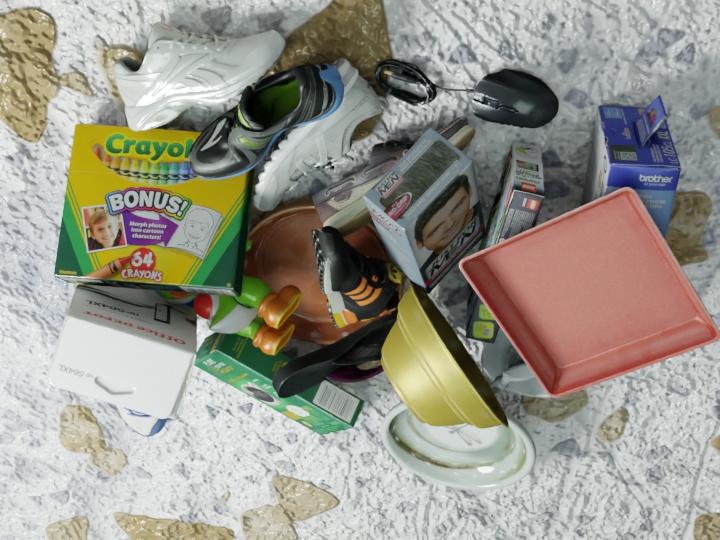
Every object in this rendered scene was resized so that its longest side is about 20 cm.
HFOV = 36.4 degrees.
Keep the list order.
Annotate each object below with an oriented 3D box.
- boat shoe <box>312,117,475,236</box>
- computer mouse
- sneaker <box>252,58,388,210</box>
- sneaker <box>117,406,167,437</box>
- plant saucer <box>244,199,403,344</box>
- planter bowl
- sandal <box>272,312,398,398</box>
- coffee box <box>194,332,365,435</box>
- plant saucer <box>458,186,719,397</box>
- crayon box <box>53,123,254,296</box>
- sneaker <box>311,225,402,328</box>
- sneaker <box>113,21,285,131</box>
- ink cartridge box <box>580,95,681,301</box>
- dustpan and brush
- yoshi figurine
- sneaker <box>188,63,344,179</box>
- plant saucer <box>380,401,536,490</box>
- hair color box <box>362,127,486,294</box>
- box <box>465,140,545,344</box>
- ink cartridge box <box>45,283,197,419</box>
[{"bbox_3d":[0.032,-0.111,1.200,0.200,0.072,0.065,-35,83,16],"label":"boat shoe"},{"bbox_3d":[0.112,-0.187,1.163,0.199,0.034,0.059,9,126,1],"label":"computer mouse"},{"bbox_3d":[-0.048,-0.131,1.195,0.082,0.075,0.200,33,121,-13],"label":"sneaker"},{"bbox_3d":[-0.300,0.150,1.411,0.075,0.088,0.200,-3,125,7],"label":"sneaker"},{"bbox_3d":[-0.047,0.001,1.312,0.200,0.032,0.201,4,125,6],"label":"plant saucer"},{"bbox_3d":[0.081,0.116,1.256,0.083,0.201,0.201,-34,115,7],"label":"planter bowl"},{"bbox_3d":[-0.009,0.111,1.310,0.200,0.048,0.075,-25,152,-19],"label":"sandal"},{"bbox_3d":[-0.104,0.139,1.370,0.200,0.044,0.123,31,159,-13],"label":"coffee box"},{"bbox_3d":[0.235,0.021,1.125,0.199,0.037,0.200,-25,114,29],"label":"plant saucer"},{"bbox_3d":[-0.224,-0.067,1.212,0.199,0.058,0.173,4,80,4],"label":"crayon box"},{"bbox_3d":[0.000,0.000,1.215,0.090,0.070,0.200,-12,155,1],"label":"sneaker"},{"bbox_3d":[-0.177,-0.221,1.153,0.199,0.078,0.100,-19,112,15],"label":"sneaker"},{"bbox_3d":[0.279,-0.083,1.150,0.076,0.137,0.201,3,125,4],"label":"ink cartridge box"},{"bbox_3d":[0.189,0.125,1.346,0.139,0.057,0.200,33,152,-13],"label":"dustpan and brush"},{"bbox_3d":[-0.163,0.012,1.279,0.200,0.112,0.113,26,85,10],"label":"yoshi figurine"},{"bbox_3d":[-0.110,-0.159,1.131,0.199,0.083,0.071,-27,73,31],"label":"sneaker"},{"bbox_3d":[0.127,0.207,1.403,0.199,0.050,0.200,10,140,9],"label":"plant saucer"},{"bbox_3d":[0.072,-0.057,1.153,0.061,0.200,0.099,41,82,21],"label":"hair color box"},{"bbox_3d":[0.159,-0.030,1.217,0.035,0.110,0.200,13,124,-2],"label":"box"},{"bbox_3d":[-0.263,0.077,1.238,0.146,0.200,0.085,18,102,-14],"label":"ink cartridge box"}]
